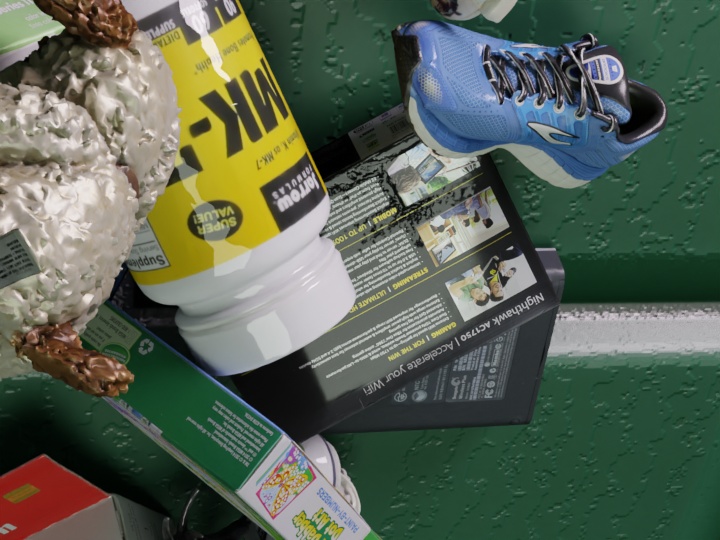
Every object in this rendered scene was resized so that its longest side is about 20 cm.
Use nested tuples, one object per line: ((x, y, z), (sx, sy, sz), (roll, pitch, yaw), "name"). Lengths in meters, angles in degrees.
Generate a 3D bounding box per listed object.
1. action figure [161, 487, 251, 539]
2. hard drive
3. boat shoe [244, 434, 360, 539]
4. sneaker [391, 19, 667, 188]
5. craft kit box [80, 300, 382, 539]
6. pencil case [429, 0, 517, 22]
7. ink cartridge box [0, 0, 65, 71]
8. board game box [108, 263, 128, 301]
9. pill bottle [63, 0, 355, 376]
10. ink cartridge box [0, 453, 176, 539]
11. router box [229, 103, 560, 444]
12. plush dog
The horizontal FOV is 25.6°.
((-0.101, 0.250, 1.077), (0.102, 0.119, 0.201), (-20, 103, 29), "action figure")
((0.025, 0.049, 1.044), (0.199, 0.033, 0.140), (-2, 130, -12), "hard drive")
((-0.032, 0.163, 1.087), (0.065, 0.072, 0.200), (-13, 147, -20), "boat shoe")
((0.097, -0.103, 0.871), (0.199, 0.079, 0.089), (9, 155, -45), "sneaker")
((-0.092, 0.093, 0.920), (0.049, 0.200, 0.198), (-52, 149, -8), "craft kit box")
((0.006, -0.205, 0.789), (0.078, 0.090, 0.200), (-30, 132, 33), "pencil case")
((-0.250, -0.119, 0.780), (0.200, 0.067, 0.117), (35, 124, 12), "ink cartridge box")
((-0.235, -0.022, 0.922), (0.199, 0.037, 0.152), (17, 124, -27), "board game box")
((-0.085, -0.054, 0.833), (0.114, 0.114, 0.201), (-24, 106, 7), "pill bottle")
((-0.245, 0.208, 1.073), (0.199, 0.045, 0.176), (-27, 151, 10), "ink cartridge box")
((0.000, 0.000, 0.950), (0.199, 0.051, 0.150), (-28, 116, 2), "router box")
((-0.136, -0.040, 0.687), (0.160, 0.172, 0.200), (23, 141, 9), "plush dog")
